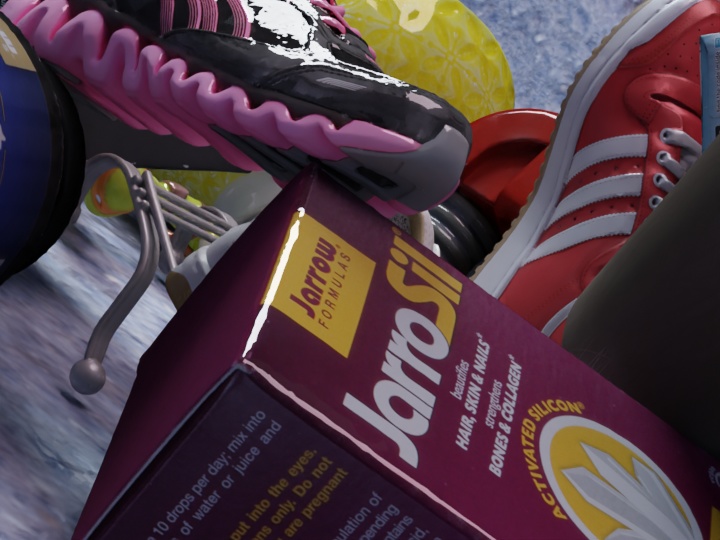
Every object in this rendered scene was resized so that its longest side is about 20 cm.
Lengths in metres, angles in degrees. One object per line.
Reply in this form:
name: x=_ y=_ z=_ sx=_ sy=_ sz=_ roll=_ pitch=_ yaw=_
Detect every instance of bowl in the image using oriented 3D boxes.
bowl: x=-0.024 y=-0.049 z=1.355 sx=0.200 sy=0.200 sz=0.108 roll=33 pitch=44 yaw=-31

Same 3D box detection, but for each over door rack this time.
over door rack: x=-0.032 y=0.060 z=1.023 sx=0.148 sy=0.067 sz=0.200 roll=26 pitch=28 yaw=-53

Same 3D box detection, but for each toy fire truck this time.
toy fire truck: x=0.028 y=0.004 z=1.231 sx=0.200 sy=0.176 sz=0.129 roll=36 pitch=-21 yaw=33

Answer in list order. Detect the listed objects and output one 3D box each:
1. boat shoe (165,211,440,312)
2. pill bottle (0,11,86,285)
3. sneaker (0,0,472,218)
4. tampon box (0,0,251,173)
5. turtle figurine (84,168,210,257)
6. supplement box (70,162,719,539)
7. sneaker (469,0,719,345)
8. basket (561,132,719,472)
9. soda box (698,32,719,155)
boat shoe: x=0.000 y=0.000 z=0.997 sx=0.071 sy=0.069 sz=0.200 roll=52 pitch=16 yaw=7
pill bottle: x=-0.156 y=-0.039 z=0.834 sx=0.112 sy=0.112 sz=0.200 roll=39 pitch=9 yaw=11
sneaker: x=-0.035 y=-0.084 z=0.920 sx=0.200 sy=0.096 sz=0.079 roll=24 pitch=-11 yaw=37
tampon box: x=-0.140 y=-0.130 z=1.096 sx=0.199 sy=0.127 sz=0.150 roll=23 pitch=12 yaw=27
turtle figurine: x=-0.133 y=-0.066 z=1.240 sx=0.200 sy=0.065 sz=0.161 roll=28 pitch=10 yaw=-34
supplement box: x=0.025 y=0.084 z=0.848 sx=0.200 sy=0.103 sz=0.131 roll=36 pitch=29 yaw=-11
sneaker: x=0.114 y=-0.011 z=1.053 sx=0.112 sy=0.201 sz=0.071 roll=24 pitch=-7 yaw=46
basket: x=0.167 y=-0.002 z=0.903 sx=0.135 sy=0.200 sz=0.181 roll=10 pitch=55 yaw=-33
soda box: x=0.186 y=-0.024 z=1.068 sx=0.200 sy=0.068 sz=0.064 roll=49 pitch=38 yaw=-59
